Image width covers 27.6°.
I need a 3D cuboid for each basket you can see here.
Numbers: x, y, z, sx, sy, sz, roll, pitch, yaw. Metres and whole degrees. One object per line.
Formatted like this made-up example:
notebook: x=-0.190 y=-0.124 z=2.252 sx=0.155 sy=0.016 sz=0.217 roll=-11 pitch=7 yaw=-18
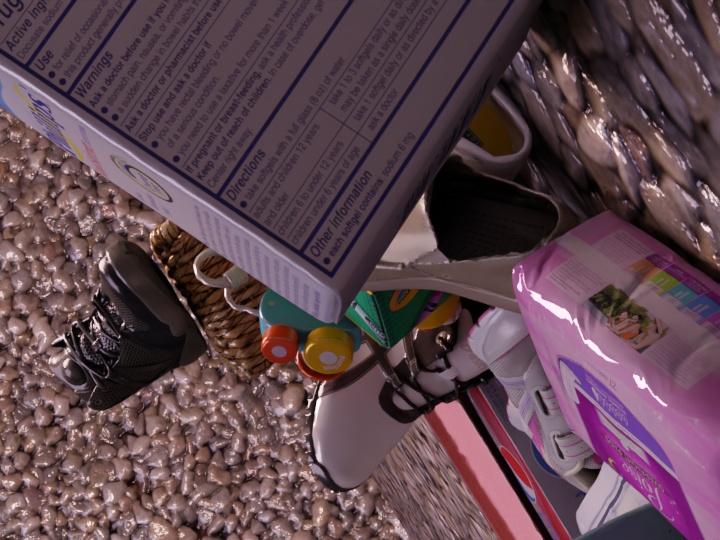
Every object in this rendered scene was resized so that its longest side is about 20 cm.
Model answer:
basket: x=-0.061 y=-0.044 z=1.133 sx=0.150 sy=0.199 sz=0.143 roll=60 pitch=173 yaw=-28

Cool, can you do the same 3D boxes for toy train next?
toy train: x=0.000 y=0.000 z=0.939 sx=0.150 sy=0.199 sz=0.056 roll=43 pitch=149 yaw=37

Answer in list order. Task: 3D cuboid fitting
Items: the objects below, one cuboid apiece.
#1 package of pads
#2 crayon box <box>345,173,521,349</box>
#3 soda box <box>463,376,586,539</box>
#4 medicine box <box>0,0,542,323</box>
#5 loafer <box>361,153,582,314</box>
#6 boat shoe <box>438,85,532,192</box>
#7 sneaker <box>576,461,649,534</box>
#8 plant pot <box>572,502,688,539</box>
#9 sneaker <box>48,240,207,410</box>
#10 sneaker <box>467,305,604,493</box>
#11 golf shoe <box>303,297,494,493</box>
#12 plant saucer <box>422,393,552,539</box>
package of pads: x=0.155 y=0.064 z=0.677 sx=0.121 sy=0.075 sz=0.200 roll=65 pitch=169 yaw=-29
crayon box: x=-0.010 y=-0.057 z=0.899 sx=0.200 sy=0.119 sz=0.059 roll=39 pitch=159 yaw=34
soda box: x=0.152 y=0.147 z=0.998 sx=0.201 sy=0.070 sz=0.063 roll=58 pitch=171 yaw=6
medicine box: x=-0.044 y=-0.109 z=0.665 sx=0.199 sy=0.183 sz=0.103 roll=33 pitch=170 yaw=4
loafer: x=0.032 y=-0.030 z=0.786 sx=0.198 sy=0.076 sz=0.069 roll=9 pitch=149 yaw=15
boat shoe: x=0.015 y=-0.122 z=0.794 sx=0.202 sy=0.075 sz=0.086 roll=45 pitch=161 yaw=0
sneaker: x=0.174 y=0.145 z=0.858 sx=0.071 sy=0.073 sz=0.200 roll=58 pitch=172 yaw=26
plant pot: x=0.155 y=0.206 z=0.731 sx=0.141 sy=0.199 sz=0.142 roll=44 pitch=165 yaw=42
sneaker: x=-0.182 y=0.048 z=1.098 sx=0.077 sy=0.114 sz=0.200 roll=53 pitch=170 yaw=13
sneaker: x=0.127 y=0.067 z=0.869 sx=0.088 sy=0.081 sz=0.200 roll=51 pitch=177 yaw=34
golf shoe: x=0.037 y=0.061 z=0.967 sx=0.078 sy=0.201 sz=0.094 roll=37 pitch=168 yaw=-35
plant saucer: x=0.110 y=0.145 z=1.111 sx=0.201 sy=0.037 sz=0.200 roll=58 pitch=-168 yaw=4
